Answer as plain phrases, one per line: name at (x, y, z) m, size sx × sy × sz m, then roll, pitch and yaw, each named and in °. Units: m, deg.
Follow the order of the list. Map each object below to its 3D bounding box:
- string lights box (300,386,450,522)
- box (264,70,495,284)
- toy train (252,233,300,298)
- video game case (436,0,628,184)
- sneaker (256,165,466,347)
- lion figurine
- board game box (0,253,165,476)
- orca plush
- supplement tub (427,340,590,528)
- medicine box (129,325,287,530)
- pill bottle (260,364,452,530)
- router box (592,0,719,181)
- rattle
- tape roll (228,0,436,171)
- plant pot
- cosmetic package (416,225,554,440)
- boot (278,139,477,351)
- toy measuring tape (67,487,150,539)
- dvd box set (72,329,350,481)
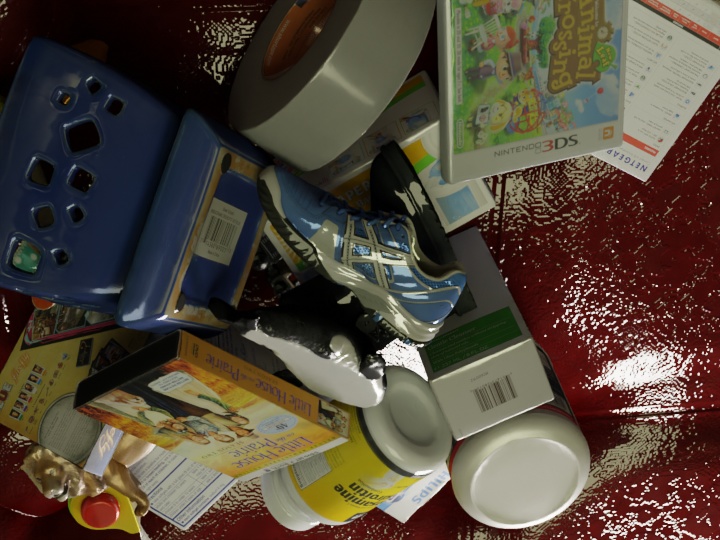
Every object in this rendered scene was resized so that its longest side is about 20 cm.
string lights box at (0.007, 0.184, 1.351) m, size 0.199 × 0.059 × 0.103 m, roll 36°, pitch 110°, yaw -27°
box at (0.009, -0.077, 1.163) m, size 0.198 × 0.102 × 0.113 m, roll -30°, pitch 123°, yaw 9°
toy train at (-0.062, 0.018, 1.253) m, size 0.046 × 0.034 × 0.201 m, roll -38°, pitch 120°, yaw -1°
video game case at (0.152, -0.187, 1.075) m, size 0.180 × 0.022 × 0.203 m, roll -13°, pitch 118°, yaw -19°
sneaker at (0.001, -0.026, 1.019) m, size 0.199 × 0.076 × 0.077 m, roll 38°, pitch 109°, yaw -14°
lion figurine at (-0.215, 0.157, 1.176) m, size 0.200 × 0.072 × 0.123 m, roll -41°, pitch 113°, yaw -1°
board game box at (-0.249, 0.068, 1.141) m, size 0.202 × 0.134 × 0.035 m, roll -64°, pitch 152°, yaw -10°
orca plush at (-0.045, 0.051, 1.049) m, size 0.198 × 0.072 × 0.105 m, roll 23°, pitch 146°, yaw -35°
supplement tub at (0.144, 0.149, 1.269) m, size 0.138 × 0.201 × 0.142 m, roll -4°, pitch 122°, yaw -7°
medicine box at (-0.195, 0.133, 1.257) m, size 0.199 × 0.103 × 0.182 m, roll 38°, pitch 109°, yaw -27°
pill bottle at (-0.010, 0.184, 1.230) m, size 0.111 × 0.113 × 0.200 m, roll 30°, pitch 133°, yaw -25°
router box at (0.235, -0.203, 1.156) m, size 0.198 × 0.049 × 0.180 m, roll 23°, pitch 115°, yaw -22°
rattle at (-0.273, -0.086, 1.123) m, size 0.129 × 0.143 × 0.202 m, roll 4°, pitch 126°, yaw 42°
tape roll at (-0.026, -0.185, 1.031) m, size 0.066 × 0.201 × 0.200 m, roll 33°, pitch 111°, yaw -26°
plant pot at (-0.185, -0.052, 1.021) m, size 0.178 × 0.200 × 0.202 m, roll 20°, pitch 89°, yaw 17°
cosmetic package at (0.104, 0.057, 1.204) m, size 0.106 × 0.201 × 0.085 m, roll -24°, pitch 125°, yaw 2°
boot at (0.000, 0.000, 1.102) m, size 0.166 × 0.077 × 0.201 m, roll -26°, pitch 130°, yaw 2°
toy measuring tape at (-0.274, 0.273, 1.352) m, size 0.073 × 0.074 × 0.202 m, roll -13°, pitch 123°, yaw -2°
dvd box set at (-0.127, 0.123, 1.073) m, size 0.145 × 0.030 × 0.199 m, roll -25°, pitch 139°, yaw 35°
